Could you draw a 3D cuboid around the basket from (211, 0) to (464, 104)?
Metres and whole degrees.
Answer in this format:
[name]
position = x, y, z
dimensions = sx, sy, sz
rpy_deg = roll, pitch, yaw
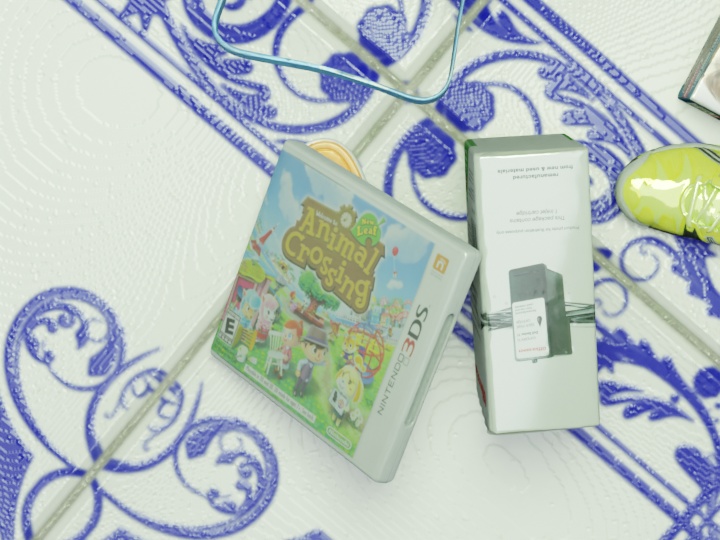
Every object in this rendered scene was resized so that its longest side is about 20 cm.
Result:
[basket]
position = -0.002, -0.233, 1.138
dimensions = 0.175, 0.139, 0.202
rpy_deg = 14, 89, -1

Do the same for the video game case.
[video game case]
position = -0.017, 0.026, 1.167
dimensions = 0.200, 0.022, 0.183
rpy_deg = 33, 110, 38

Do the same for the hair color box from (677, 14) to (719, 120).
[hair color box]
position = 0.349, -0.126, 1.181
dimensions = 0.199, 0.061, 0.101
rpy_deg = 26, 98, -1

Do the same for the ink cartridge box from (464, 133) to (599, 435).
[ink cartridge box]
position = 0.123, 0.006, 1.167
dimensions = 0.082, 0.147, 0.202
rpy_deg = -3, 99, 1

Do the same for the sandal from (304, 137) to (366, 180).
[sandal]
position = -0.008, 0.002, 1.213
dimensions = 0.079, 0.059, 0.208
rpy_deg = -20, 97, 5

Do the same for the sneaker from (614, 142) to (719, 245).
[sneaker]
position = 0.290, -0.049, 1.187
dimensions = 0.198, 0.076, 0.076
rpy_deg = 10, 100, 2
